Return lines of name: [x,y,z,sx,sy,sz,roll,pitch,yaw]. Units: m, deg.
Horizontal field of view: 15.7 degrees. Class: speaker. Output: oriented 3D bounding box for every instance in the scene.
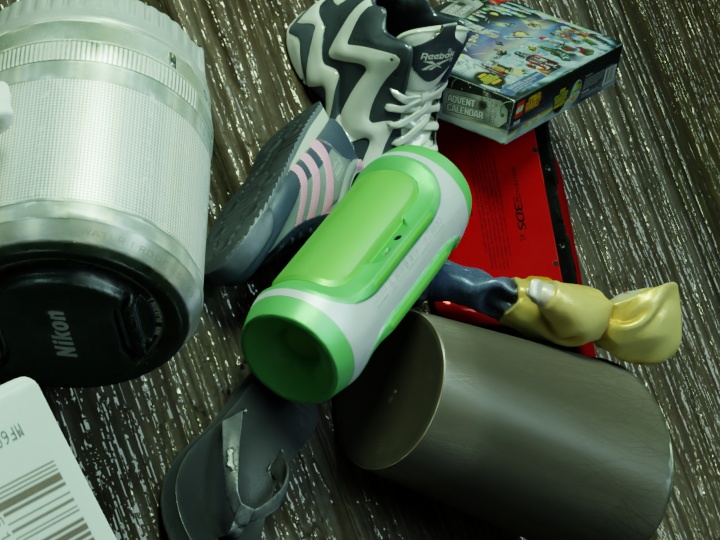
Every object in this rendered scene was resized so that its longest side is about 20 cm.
speaker: [0.000,0.000,1.736,0.089,0.088,0.200,52,46,-14]

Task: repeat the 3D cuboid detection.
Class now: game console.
game console: [0.109,-0.022,2.017,0.171,0.119,0.201,1,62,-18]

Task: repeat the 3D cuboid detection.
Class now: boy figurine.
boy figurine: [0.133,0.020,1.854,0.124,0.199,0.065,84,18,-85]

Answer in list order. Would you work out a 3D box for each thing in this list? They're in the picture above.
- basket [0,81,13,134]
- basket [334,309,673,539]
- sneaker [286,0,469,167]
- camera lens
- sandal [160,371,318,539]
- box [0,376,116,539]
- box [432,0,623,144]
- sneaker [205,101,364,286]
basket: [-0.313,-0.104,1.425,0.200,0.135,0.124,-4,66,-53]
basket: [0.091,0.107,1.805,0.199,0.136,0.180,21,19,-36]
sneaker: [0.037,-0.123,1.884,0.079,0.129,0.200,-14,78,-43]
camera lens: [-0.169,-0.044,1.543,0.160,0.160,0.201,32,44,-36]
sandal: [-0.072,0.121,1.658,0.076,0.043,0.200,48,36,-19]
box: [-0.228,0.194,1.290,0.200,0.171,0.200,-26,88,-55]
box: [0.100,-0.160,2.011,0.136,0.040,0.200,22,27,22]
sneaker: [-0.043,-0.037,1.782,0.082,0.070,0.200,49,38,-15]
